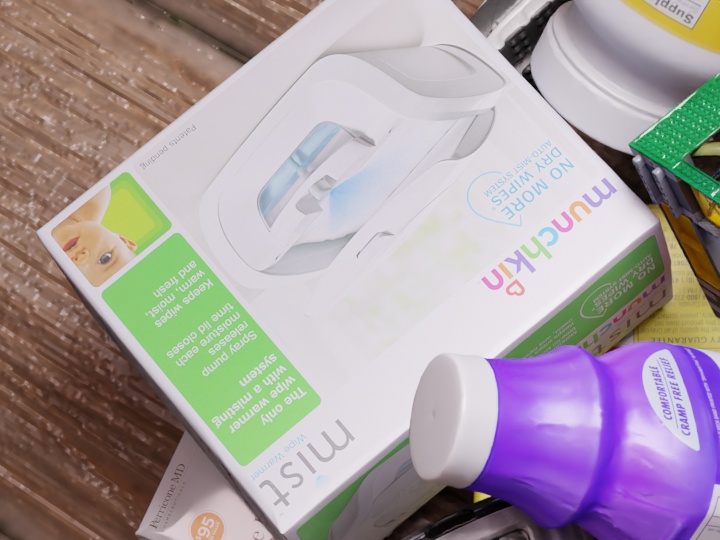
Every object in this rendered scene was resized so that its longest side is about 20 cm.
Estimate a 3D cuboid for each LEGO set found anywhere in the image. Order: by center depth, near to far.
[{"bbox_3d":[0.211,-0.030,0.989,0.200,0.116,0.154,-43,36,-16],"label":"LEGO set"}]

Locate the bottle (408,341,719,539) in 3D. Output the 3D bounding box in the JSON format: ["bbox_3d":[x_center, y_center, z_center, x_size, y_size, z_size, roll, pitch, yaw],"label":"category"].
[{"bbox_3d":[0.117,0.068,0.933,0.199,0.065,0.084,11,42,-20],"label":"bottle"}]

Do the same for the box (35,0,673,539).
[{"bbox_3d":[0.000,0.000,1.072,0.200,0.097,0.177,-38,67,-6],"label":"box"}]

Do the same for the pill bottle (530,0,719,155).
[{"bbox_3d":[0.149,-0.146,1.032,0.112,0.200,0.112,19,35,-14],"label":"pill bottle"}]

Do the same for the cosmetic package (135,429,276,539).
[{"bbox_3d":[-0.020,0.048,1.135,0.082,0.051,0.200,19,73,16],"label":"cosmetic package"}]

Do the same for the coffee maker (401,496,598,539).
[{"bbox_3d":[0.080,0.204,0.978,0.134,0.192,0.200,-14,61,-17],"label":"coffee maker"}]

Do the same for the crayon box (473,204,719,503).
[{"bbox_3d":[0.112,0.071,1.105,0.127,0.051,0.201,-1,68,9],"label":"crayon box"}]

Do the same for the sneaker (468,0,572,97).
[{"bbox_3d":[0.103,-0.149,1.192,0.080,0.074,0.200,35,72,32],"label":"sneaker"}]
